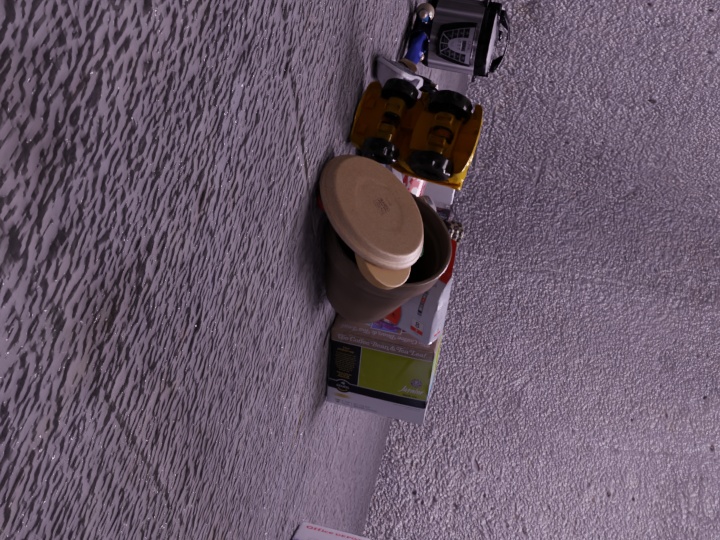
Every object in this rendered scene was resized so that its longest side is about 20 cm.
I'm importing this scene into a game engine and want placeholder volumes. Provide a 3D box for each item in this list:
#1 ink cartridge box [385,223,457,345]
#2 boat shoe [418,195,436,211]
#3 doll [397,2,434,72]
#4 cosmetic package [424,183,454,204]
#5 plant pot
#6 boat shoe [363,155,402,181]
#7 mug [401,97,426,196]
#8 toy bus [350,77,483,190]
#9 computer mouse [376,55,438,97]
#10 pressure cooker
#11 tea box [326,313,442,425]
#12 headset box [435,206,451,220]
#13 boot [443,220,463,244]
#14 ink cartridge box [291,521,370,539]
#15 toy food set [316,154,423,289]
[{"bbox_3d":[0.078,0.008,1.431,0.050,0.162,0.201,-33,141,-36],"label":"ink cartridge box"},{"bbox_3d":[0.080,-0.043,1.490,0.074,0.065,0.201,-129,-144,-47],"label":"boat shoe"},{"bbox_3d":[0.119,-0.476,1.735,0.137,0.048,0.201,91,14,-57],"label":"doll"},{"bbox_3d":[0.161,-0.266,1.943,0.200,0.122,0.200,-89,-170,-80],"label":"cosmetic package"},{"bbox_3d":[0.021,-0.009,1.353,0.174,0.199,0.201,119,-7,-49],"label":"plant pot"},{"bbox_3d":[0.034,-0.199,1.495,0.066,0.070,0.201,11,-65,57],"label":"boat shoe"},{"bbox_3d":[0.085,-0.215,1.613,0.177,0.133,0.201,9,96,-80],"label":"mug"},{"bbox_3d":[0.098,-0.213,1.413,0.192,0.199,0.136,59,49,-75],"label":"toy bus"},{"bbox_3d":[0.071,-0.343,1.514,0.044,0.110,0.200,-57,166,17],"label":"computer mouse"},{"bbox_3d":[0.254,-0.557,2.008,0.176,0.199,0.180,70,33,-76],"label":"pressure cooker"},{"bbox_3d":[0.049,0.167,1.644,0.134,0.199,0.197,-67,167,-51],"label":"tea box"},{"bbox_3d":[0.125,-0.093,1.971,0.200,0.148,0.078,-64,165,-61],"label":"headset box"},{"bbox_3d":[0.087,-0.039,1.605,0.204,0.153,0.074,-52,-142,46],"label":"boot"},{"bbox_3d":[-0.077,0.592,1.583,0.200,0.146,0.147,-38,138,-76],"label":"ink cartridge box"},{"bbox_3d":[0.018,-0.082,1.237,0.049,0.200,0.198,-37,-166,39],"label":"toy food set"}]
